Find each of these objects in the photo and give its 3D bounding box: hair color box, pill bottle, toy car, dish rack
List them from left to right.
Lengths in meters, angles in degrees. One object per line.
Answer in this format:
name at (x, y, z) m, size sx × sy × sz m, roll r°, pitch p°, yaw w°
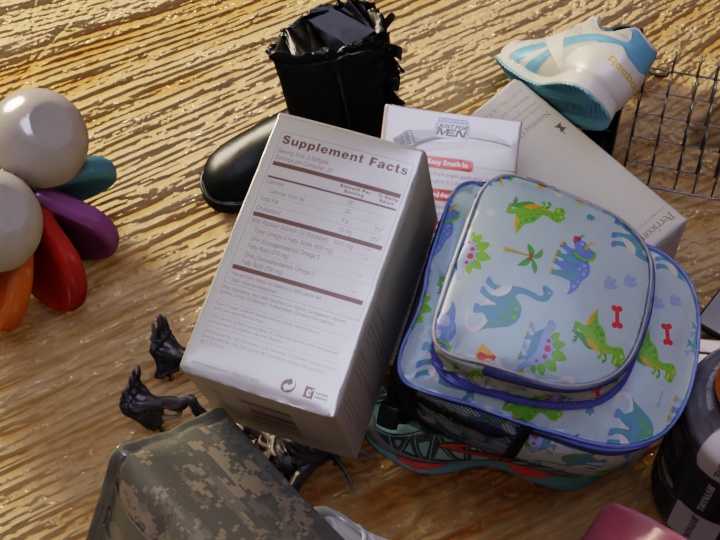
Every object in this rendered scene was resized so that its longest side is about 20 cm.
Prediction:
toy car at (-0.276, -0.041, 1.128) m, size 0.149 × 0.175 × 0.201 m, roll 33°, pitch 60°, yaw -18°
hair color box at (0.061, -0.022, 1.068) m, size 0.110 × 0.064 × 0.202 m, roll 8°, pitch 88°, yaw 4°
dish rack at (0.302, -0.131, 1.196) m, size 0.198 × 0.055 × 0.155 m, roll 12°, pitch 62°, yaw 11°
pill bottle at (0.274, 0.120, 0.965) m, size 0.105 × 0.201 × 0.107 m, roll -1°, pitch 59°, yaw 2°

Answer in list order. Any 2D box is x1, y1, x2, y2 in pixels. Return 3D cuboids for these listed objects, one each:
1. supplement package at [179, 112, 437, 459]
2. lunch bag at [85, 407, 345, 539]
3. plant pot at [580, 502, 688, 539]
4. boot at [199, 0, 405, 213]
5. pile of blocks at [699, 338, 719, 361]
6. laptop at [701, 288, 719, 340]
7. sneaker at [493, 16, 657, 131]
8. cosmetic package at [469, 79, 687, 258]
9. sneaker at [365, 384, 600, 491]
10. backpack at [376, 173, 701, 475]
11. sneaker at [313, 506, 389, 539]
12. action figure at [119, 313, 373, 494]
supplement package at (-0.030, 0.012, 0.961) m, size 0.116 × 0.117 × 0.202 m, roll 15°, pitch 71°, yaw 14°
lunch bag at (-0.111, 0.227, 0.930) m, size 0.117 × 0.201 × 0.164 m, roll -18°, pitch 51°, yaw -45°
plant pot at (0.197, 0.283, 0.892) m, size 0.199 × 0.200 × 0.180 m, roll 33°, pitch 82°, yaw 20°
boot at (-0.054, -0.140, 1.156) m, size 0.197 × 0.163 × 0.074 m, roll -19°, pitch 59°, yaw -9°
pile of blocks at (0.199, 0.079, 1.064) m, size 0.198 × 0.082 × 0.063 m, roll 11°, pitch 74°, yaw -7°
laptop at (0.403, 0.002, 1.073) m, size 0.186 × 0.117 × 0.200 m, roll 31°, pitch 45°, yaw 20°
sneaker at (0.185, -0.175, 1.169) m, size 0.081 × 0.077 × 0.200 m, roll -47°, pitch 25°, yaw -4°
cosmetic package at (0.163, -0.053, 1.142) m, size 0.113 × 0.081 × 0.200 m, roll -39°, pitch 64°, yaw -20°
sneaker at (0.096, 0.110, 1.040) m, size 0.198 × 0.096 × 0.080 m, roll 6°, pitch 61°, yaw 6°
backpack at (0.134, 0.043, 0.939) m, size 0.198 × 0.147 × 0.184 m, roll 19°, pitch 67°, yaw 2°
sneaker at (-0.002, 0.220, 0.978) m, size 0.198 × 0.100 × 0.078 m, roll 14°, pitch 60°, yaw 10°
action figure at (-0.088, 0.107, 1.049) m, size 0.198 × 0.102 × 0.119 m, roll 18°, pitch 57°, yaw 16°
